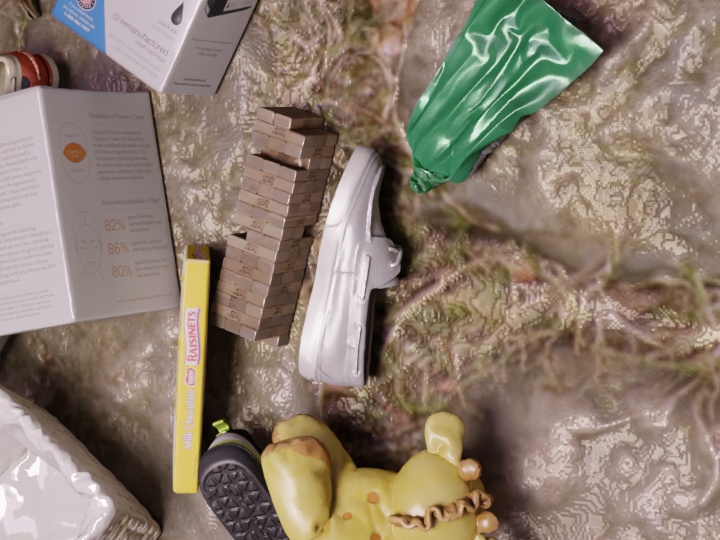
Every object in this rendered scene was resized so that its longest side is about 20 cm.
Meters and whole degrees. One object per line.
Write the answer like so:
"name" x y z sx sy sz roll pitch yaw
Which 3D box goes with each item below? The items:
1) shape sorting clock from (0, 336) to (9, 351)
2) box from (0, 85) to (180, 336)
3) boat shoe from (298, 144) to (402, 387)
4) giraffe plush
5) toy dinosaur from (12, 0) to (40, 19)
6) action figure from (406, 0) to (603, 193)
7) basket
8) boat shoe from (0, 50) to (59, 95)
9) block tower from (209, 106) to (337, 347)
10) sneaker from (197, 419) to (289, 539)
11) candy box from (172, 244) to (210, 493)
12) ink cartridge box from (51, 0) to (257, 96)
"shape sorting clock" -0.364 0.065 1.461 0.039 0.200 0.201 31 110 4
"box" -0.257 -0.053 1.411 0.106 0.152 0.201 -10 88 31
"boat shoe" 0.000 0.000 1.315 0.068 0.072 0.201 14 95 7
"giraffe plush" 0.026 0.188 1.270 0.161 0.200 0.173 -22 115 7
"toy dinosaur" -0.282 -0.324 1.459 0.101 0.058 0.201 21 104 29
"action figure" 0.094 -0.136 1.251 0.118 0.055 0.200 48 122 17
"basket" -0.316 0.233 1.434 0.200 0.161 0.198 40 87 22
"boat shoe" -0.358 -0.126 1.493 0.200 0.062 0.071 -47 73 26
"block tower" -0.075 -0.035 1.360 0.054 0.058 0.201 21 106 29
"sneaker" -0.073 0.216 1.378 0.071 0.083 0.201 -21 108 11
"candy box" -0.148 0.084 1.392 0.026 0.102 0.201 3 98 -5
"ink cartridge box" -0.158 -0.272 1.372 0.144 0.084 0.201 36 110 23
